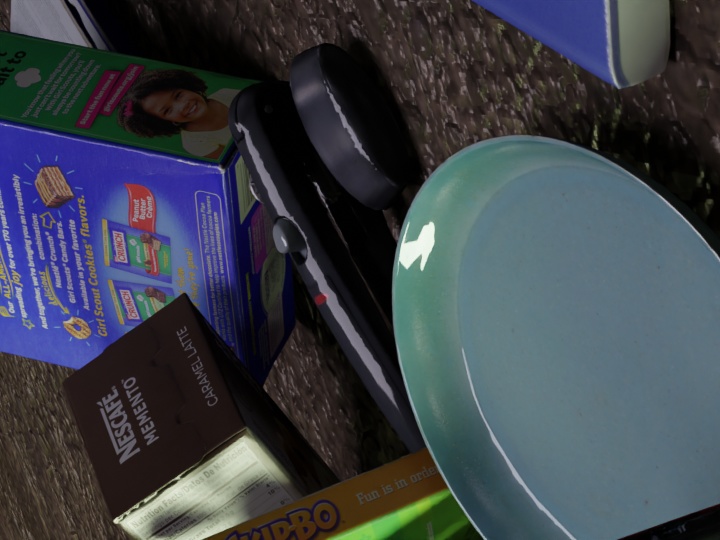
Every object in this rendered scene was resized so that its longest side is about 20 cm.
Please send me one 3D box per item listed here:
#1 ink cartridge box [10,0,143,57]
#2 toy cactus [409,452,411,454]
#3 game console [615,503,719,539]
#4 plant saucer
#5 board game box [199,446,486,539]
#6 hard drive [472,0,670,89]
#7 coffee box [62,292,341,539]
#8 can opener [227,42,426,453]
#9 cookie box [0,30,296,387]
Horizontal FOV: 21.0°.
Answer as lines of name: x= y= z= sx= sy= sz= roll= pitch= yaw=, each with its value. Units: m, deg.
ink cartridge box: x=-0.154 y=-0.106 z=1.165 sx=0.200 sy=0.040 sz=0.200 roll=57 pitch=156 yaw=25
toy cactus: x=0.009 y=0.159 z=0.915 sx=0.166 sy=0.199 sz=0.102 roll=-65 pitch=19 yaw=11
game console: x=0.144 y=0.185 z=0.623 sx=0.119 sy=0.172 sz=0.201 roll=-97 pitch=-14 yaw=-66
plant saucer: x=0.088 y=0.043 z=0.711 sx=0.200 sy=0.027 sz=0.201 roll=31 pitch=133 yaw=40
board game box: x=-0.009 y=0.117 z=0.823 sx=0.030 sy=0.199 sz=0.096 roll=58 pitch=157 yaw=22
hard drive: x=0.036 y=-0.160 z=0.682 sx=0.200 sy=0.025 sz=0.132 roll=41 pitch=146 yaw=49
coffee box: x=-0.056 y=0.124 z=0.988 sx=0.200 sy=0.080 sz=0.114 roll=54 pitch=-178 yaw=-39
can opener: x=0.000 y=0.000 z=0.875 sx=0.201 sy=0.063 sz=0.079 roll=67 pitch=158 yaw=1
cookie box: x=-0.142 y=-0.030 z=1.024 sx=0.199 sy=0.075 sz=0.172 roll=12 pitch=134 yaw=16
